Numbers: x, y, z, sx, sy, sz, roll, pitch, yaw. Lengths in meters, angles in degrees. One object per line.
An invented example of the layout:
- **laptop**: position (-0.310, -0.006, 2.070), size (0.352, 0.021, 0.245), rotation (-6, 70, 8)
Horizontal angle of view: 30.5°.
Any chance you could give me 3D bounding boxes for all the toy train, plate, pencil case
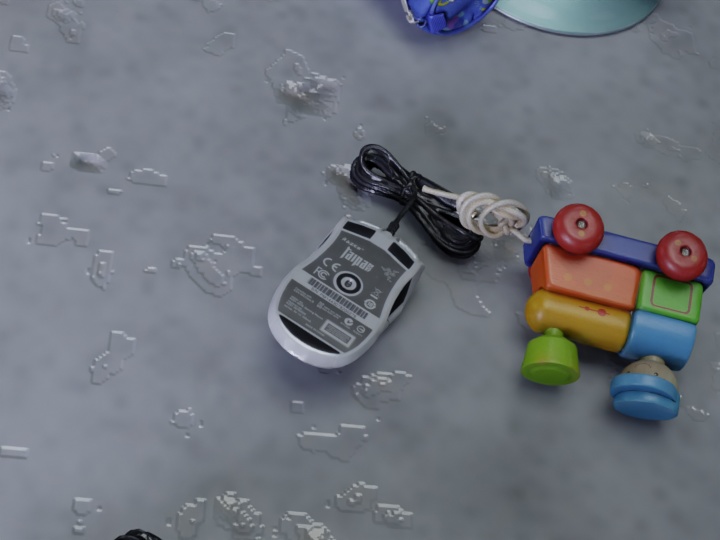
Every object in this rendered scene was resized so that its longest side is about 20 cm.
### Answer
- **toy train**: position (0.125, 0.022, 0.865), size (0.199, 0.085, 0.116), rotation (14, 65, -1)
- **plate**: position (0.168, -0.279, 1.125), size (0.199, 0.026, 0.201), rotation (7, 53, -9)
- **pencil case**: position (0.026, -0.268, 1.054), size (0.087, 0.078, 0.200), rotation (-37, 68, -13)

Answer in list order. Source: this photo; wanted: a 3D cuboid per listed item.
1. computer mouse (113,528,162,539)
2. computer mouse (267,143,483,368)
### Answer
- **computer mouse**: position (-0.166, 0.225, 0.668), size (0.199, 0.053, 0.139), rotation (-14, 59, -34)
- **computer mouse**: position (0.000, 0.000, 0.873), size (0.109, 0.044, 0.200), rotation (34, 49, 7)
